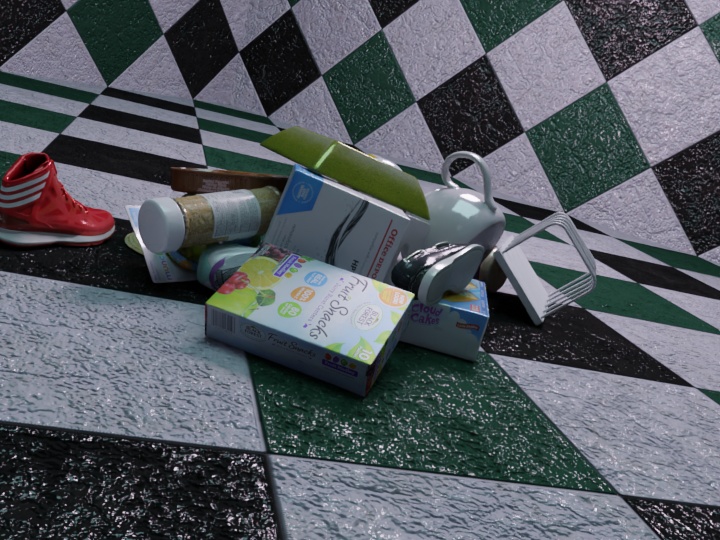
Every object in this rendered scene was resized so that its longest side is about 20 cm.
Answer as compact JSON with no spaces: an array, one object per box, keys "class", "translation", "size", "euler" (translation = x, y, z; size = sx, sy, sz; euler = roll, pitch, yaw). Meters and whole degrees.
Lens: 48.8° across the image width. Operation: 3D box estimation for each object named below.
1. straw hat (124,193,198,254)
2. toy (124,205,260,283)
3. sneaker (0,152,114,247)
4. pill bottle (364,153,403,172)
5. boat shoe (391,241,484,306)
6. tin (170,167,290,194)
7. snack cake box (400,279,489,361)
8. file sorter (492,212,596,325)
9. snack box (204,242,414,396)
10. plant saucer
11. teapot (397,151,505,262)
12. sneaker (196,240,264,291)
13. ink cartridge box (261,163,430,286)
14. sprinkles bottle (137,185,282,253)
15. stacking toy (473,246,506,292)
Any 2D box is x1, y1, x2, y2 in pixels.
[{"class":"straw hat","translation":[-0.247,-0.070,1.191],"size":[0.199,0.086,0.201],"euler":[15,14,-4]},{"class":"toy","translation":[-0.214,-0.049,1.094],"size":[0.199,0.047,0.116],"euler":[-3,63,-54]},{"class":"sneaker","translation":[-0.400,-0.097,1.074],"size":[0.078,0.117,0.200],"euler":[19,15,18]},{"class":"pill bottle","translation":[0.023,-0.140,1.373],"size":[0.111,0.113,0.200],"euler":[13,10,-9]},{"class":"boat shoe","translation":[0.108,-0.007,1.061],"size":[0.060,0.076,0.200],"euler":[26,17,23]},{"class":"tin","translation":[-0.191,-0.130,1.188],"size":[0.198,0.042,0.112],"euler":[7,4,18]},{"class":"snack cake box","translation":[0.116,0.054,1.126],"size":[0.114,0.068,0.200],"euler":[17,14,3]},{"class":"file sorter","translation":[0.328,-0.014,1.373],"size":[0.139,0.124,0.200],"euler":[59,19,0]},{"class":"snack box","translation":[-0.056,0.049,0.902],"size":[0.198,0.053,0.142],"euler":[19,38,15]},{"class":"plant saucer","translation":[-0.016,-0.145,1.111],"size":[0.199,0.048,0.200],"euler":[20,8,-32]},{"class":"teapot","translation":[0.135,-0.070,1.317],"size":[0.146,0.200,0.198],"euler":[46,-12,19]},{"class":"sneaker","translation":[-0.104,0.012,1.064],"size":[0.139,0.078,0.199],"euler":[27,28,36]},{"class":"ink cartridge box","translation":[-0.014,-0.042,1.016],"size":[0.199,0.117,0.068],"euler":[22,10,-10]},{"class":"sprinkles bottle","translation":[-0.188,-0.069,1.039],"size":[0.068,0.069,0.199],"euler":[26,26,38]},{"class":"stacking toy","translation":[0.177,-0.026,1.490],"size":[0.199,0.086,0.085],"euler":[20,14,38]}]
